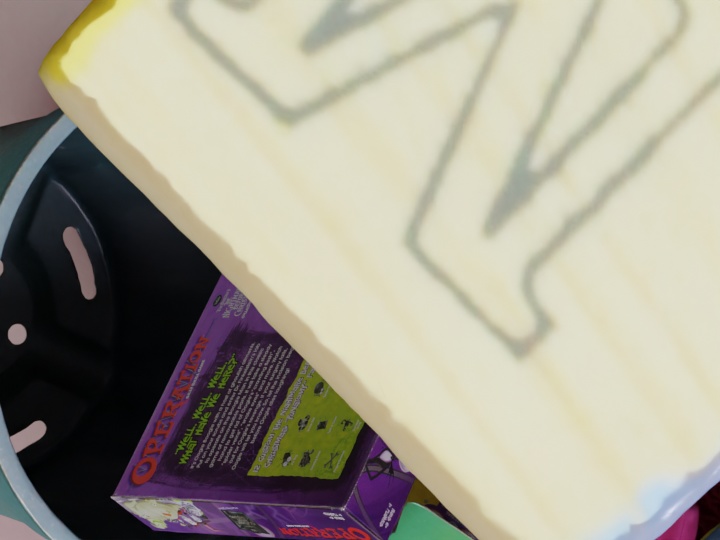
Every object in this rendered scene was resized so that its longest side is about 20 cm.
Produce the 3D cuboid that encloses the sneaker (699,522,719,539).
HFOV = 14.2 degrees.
[{"bbox_3d":[0.136,0.172,1.062,0.130,0.079,0.200,32,126,24],"label":"sneaker"}]

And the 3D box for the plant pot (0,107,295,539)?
[{"bbox_3d":[-0.108,0.019,1.129,0.196,0.200,0.201,3,119,54],"label":"plant pot"}]

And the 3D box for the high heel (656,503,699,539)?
[{"bbox_3d":[0.040,0.057,1.001,0.200,0.067,0.096,20,93,55],"label":"high heel"}]

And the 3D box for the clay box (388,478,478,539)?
[{"bbox_3d":[0.030,0.144,1.040,0.115,0.048,0.200,34,140,-3],"label":"clay box"}]

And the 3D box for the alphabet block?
[{"bbox_3d":[0.070,-0.065,0.784,0.200,0.195,0.196,45,115,1],"label":"alphabet block"}]

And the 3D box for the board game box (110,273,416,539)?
[{"bbox_3d":[0.000,0.000,0.994,0.120,0.200,0.032,2,148,43],"label":"board game box"}]
